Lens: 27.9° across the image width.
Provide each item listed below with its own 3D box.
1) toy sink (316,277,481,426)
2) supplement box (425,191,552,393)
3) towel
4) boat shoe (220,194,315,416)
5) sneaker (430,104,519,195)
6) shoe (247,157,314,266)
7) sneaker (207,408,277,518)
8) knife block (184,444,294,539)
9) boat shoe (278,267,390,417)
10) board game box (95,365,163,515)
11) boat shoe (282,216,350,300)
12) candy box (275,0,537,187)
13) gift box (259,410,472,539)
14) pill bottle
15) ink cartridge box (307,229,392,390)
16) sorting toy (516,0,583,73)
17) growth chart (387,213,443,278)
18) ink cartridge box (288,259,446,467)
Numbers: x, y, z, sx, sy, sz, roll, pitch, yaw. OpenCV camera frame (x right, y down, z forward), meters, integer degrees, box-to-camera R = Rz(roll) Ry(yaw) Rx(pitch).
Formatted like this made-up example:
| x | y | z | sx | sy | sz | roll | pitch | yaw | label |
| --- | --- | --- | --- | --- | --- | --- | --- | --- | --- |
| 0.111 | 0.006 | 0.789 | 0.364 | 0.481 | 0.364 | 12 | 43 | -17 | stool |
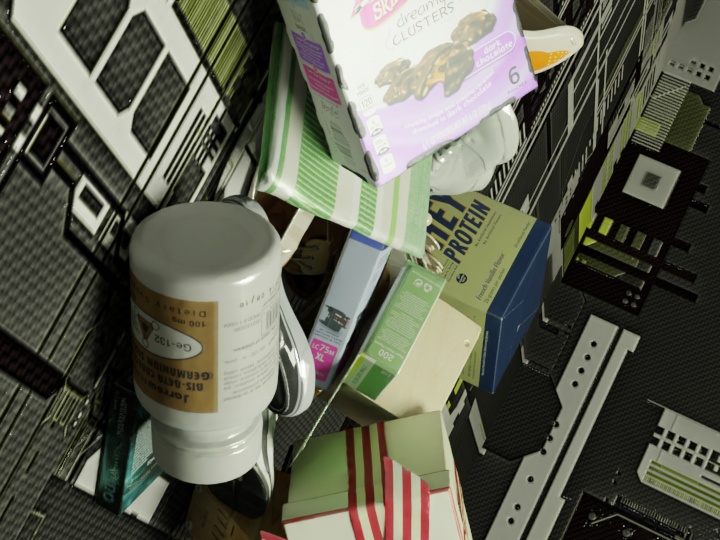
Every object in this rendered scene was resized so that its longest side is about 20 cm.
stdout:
| x | y | z | sx | sy | sz | roll | pitch | yaw | label |
| --- | --- | --- | --- | --- | --- | --- | --- | --- | --- |
| 0.023 | 0.096 | 1.554 | 0.131 | 0.112 | 0.200 | -62 | -162 | -16 | toy sink |
| 0.098 | 0.008 | 1.676 | 0.135 | 0.199 | 0.201 | -58 | 164 | -25 | supplement box |
| -0.008 | -0.108 | 1.214 | 0.199 | 0.023 | 0.154 | 21 | 69 | -47 | towel |
| -0.094 | 0.039 | 1.217 | 0.066 | 0.069 | 0.202 | -32 | 119 | -44 | boat shoe |
| 0.084 | -0.113 | 1.321 | 0.088 | 0.076 | 0.200 | -17 | 161 | -14 | sneaker |
| -0.055 | -0.083 | 1.256 | 0.053 | 0.069 | 0.201 | -40 | 154 | -75 | shoe |
| -0.089 | 0.142 | 1.360 | 0.116 | 0.075 | 0.201 | -51 | 157 | -37 | sneaker |
| -0.082 | 0.253 | 1.499 | 0.174 | 0.200 | 0.064 | -5 | 124 | -39 | knife block |
| -0.044 | 0.069 | 1.491 | 0.200 | 0.073 | 0.063 | -48 | -174 | -9 | boat shoe |
| -0.158 | 0.105 | 1.269 | 0.200 | 0.028 | 0.136 | -45 | 154 | -53 | board game box |
| -0.045 | -0.028 | 1.376 | 0.074 | 0.075 | 0.200 | -57 | 162 | -19 | boat shoe |
| 0.032 | -0.195 | 1.121 | 0.167 | 0.071 | 0.201 | -33 | 125 | -17 | candy box |
| 0.013 | 0.248 | 1.388 | 0.187 | 0.183 | 0.201 | -91 | 162 | -68 | gift box |
| -0.119 | 0.059 | 1.117 | 0.114 | 0.113 | 0.201 | -47 | 148 | -51 | pill bottle |
| 0.000 | 0.000 | 1.333 | 0.119 | 0.042 | 0.202 | -53 | 163 | -72 | ink cartridge box |
| 0.084 | -0.252 | 1.322 | 0.107 | 0.200 | 0.180 | -48 | 162 | 11 | sorting toy |
| 0.025 | -0.027 | 1.493 | 0.018 | 0.144 | 0.200 | -55 | 160 | -21 | growth chart |
| 0.005 | 0.099 | 1.359 | 0.201 | 0.048 | 0.146 | -62 | 179 | -16 | ink cartridge box |
